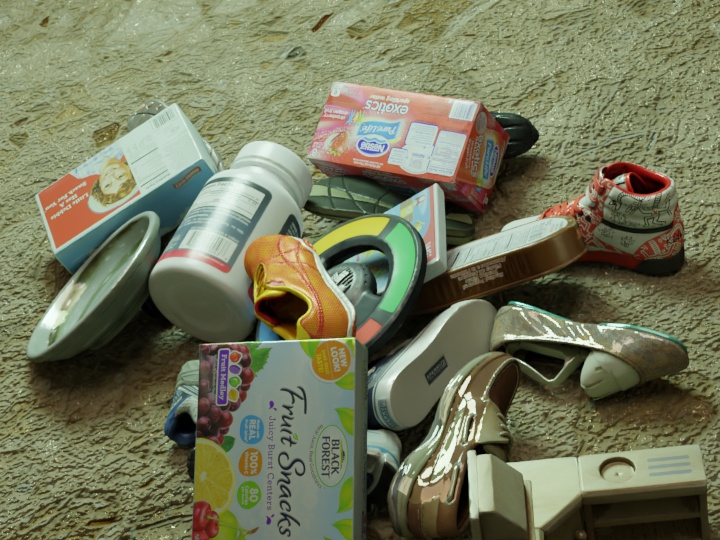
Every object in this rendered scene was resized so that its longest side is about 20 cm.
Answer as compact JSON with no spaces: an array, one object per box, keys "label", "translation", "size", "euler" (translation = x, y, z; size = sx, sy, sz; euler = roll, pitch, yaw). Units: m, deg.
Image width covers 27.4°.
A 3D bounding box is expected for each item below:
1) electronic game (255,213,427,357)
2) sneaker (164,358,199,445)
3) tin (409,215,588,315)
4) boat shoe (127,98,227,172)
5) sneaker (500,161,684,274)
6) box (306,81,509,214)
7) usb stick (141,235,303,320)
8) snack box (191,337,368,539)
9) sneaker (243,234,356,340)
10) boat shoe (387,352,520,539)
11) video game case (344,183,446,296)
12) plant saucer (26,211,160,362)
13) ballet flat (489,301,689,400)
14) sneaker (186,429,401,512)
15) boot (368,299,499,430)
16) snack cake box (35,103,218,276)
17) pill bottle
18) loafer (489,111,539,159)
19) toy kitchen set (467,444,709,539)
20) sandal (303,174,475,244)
[{"label":"electronic game","translation":[-0.021,0.026,1.430],"size":[0.199,0.042,0.201],"euler":[-27,37,22]},{"label":"sneaker","translation":[-0.107,0.131,1.357],"size":[0.199,0.077,0.086],"euler":[-12,41,45]},{"label":"tin","translation":[0.128,-0.006,1.473],"size":[0.198,0.042,0.112],"euler":[-19,7,16]},{"label":"boat shoe","translation":[-0.204,-0.125,1.766],"size":[0.076,0.072,0.200],"euler":[-36,59,0]},{"label":"sneaker","translation":[0.232,-0.061,1.510],"size":[0.200,0.109,0.067],"euler":[7,38,26]},{"label":"box","translation":[0.053,-0.139,1.659],"size":[0.199,0.095,0.100],"euler":[12,76,31]},{"label":"usb stick","translation":[-0.155,-0.005,1.618],"size":[0.199,0.033,0.055],"euler":[-29,37,-23]},{"label":"snack box","translation":[-0.066,0.161,1.236],"size":[0.141,0.053,0.202],"euler":[-3,75,12]},{"label":"sneaker","translation":[-0.071,0.015,1.381],"size":[0.077,0.074,0.200],"euler":[5,20,-29]},{"label":"boat shoe","translation":[0.097,0.153,1.265],"size":[0.071,0.076,0.201],"euler":[8,49,32]},{"label":"video game case","translation":[0.000,0.000,1.505],"size":[0.199,0.017,0.143],"euler":[-29,29,20]},{"label":"plant saucer","translation":[-0.267,0.028,1.547],"size":[0.200,0.050,0.201],"euler":[-42,20,19]},{"label":"ballet flat","translation":[0.205,0.083,1.365],"size":[0.199,0.068,0.068],"euler":[10,59,38]},{"label":"sneaker","translation":[-0.055,0.171,1.316],"size":[0.198,0.076,0.087],"euler":[1,23,13]},{"label":"boot","translation":[0.050,0.087,1.394],"size":[0.090,0.073,0.200],"euler":[-9,16,42]},{"label":"snack cake box","translation":[-0.261,-0.086,1.674],"size":[0.199,0.067,0.115],"euler":[-32,47,3]},{"label":"pill bottle","translation":[-0.128,-0.034,1.545],"size":[0.119,0.120,0.201],"euler":[7,50,26]},{"label":"loafer","translation":[0.114,-0.156,1.733],"size":[0.199,0.069,0.070],"euler":[3,3,32]},{"label":"toy kitchen set","translation":[0.176,0.203,1.099],"size":[0.179,0.164,0.201],"euler":[-7,35,8]},{"label":"sandal","translation":[0.026,-0.052,1.616],"size":[0.199,0.058,0.080],"euler":[16,35,14]}]
